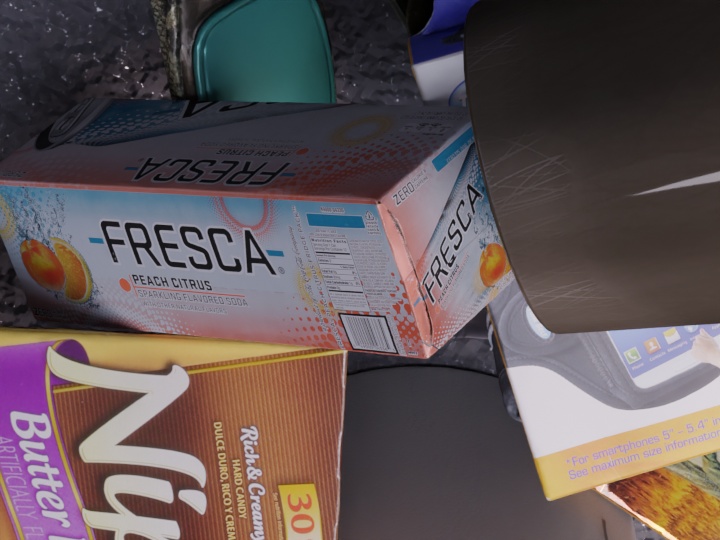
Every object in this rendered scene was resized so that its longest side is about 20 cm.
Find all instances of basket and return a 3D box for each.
[{"bbox_3d":[0.143,-0.058,0.924,0.199,0.136,0.181,-13,93,15],"label":"basket"}]

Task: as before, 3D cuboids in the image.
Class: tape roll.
[{"bbox_3d":[0.025,0.161,1.216,0.201,0.139,0.204,-1,122,-1],"label":"tape roll"}]

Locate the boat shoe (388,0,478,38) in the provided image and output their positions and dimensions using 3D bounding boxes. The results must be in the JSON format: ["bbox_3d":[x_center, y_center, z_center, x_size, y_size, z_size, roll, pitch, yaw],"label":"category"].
[{"bbox_3d":[0.033,-0.109,1.063,0.201,0.072,0.061,31,89,-38],"label":"boat shoe"}]

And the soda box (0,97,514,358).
[{"bbox_3d":[-0.040,-0.019,1.031,0.199,0.068,0.064,5,123,40],"label":"soda box"}]

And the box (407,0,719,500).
[{"bbox_3d":[0.094,-0.026,1.033,0.118,0.042,0.201,-17,113,5],"label":"box"}]

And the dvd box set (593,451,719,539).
[{"bbox_3d":[0.199,0.074,1.207,0.200,0.029,0.147,35,95,-21],"label":"dvd box set"}]

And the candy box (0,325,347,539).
[{"bbox_3d":[-0.108,0.079,1.065,0.199,0.056,0.118,2,90,-14],"label":"candy box"}]

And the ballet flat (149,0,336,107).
[{"bbox_3d":[-0.056,-0.114,1.082,0.068,0.075,0.201,-27,125,-20],"label":"ballet flat"}]

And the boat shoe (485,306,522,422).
[{"bbox_3d":[0.149,0.034,1.115,0.199,0.068,0.072,2,143,-11],"label":"boat shoe"}]

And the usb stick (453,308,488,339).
[{"bbox_3d":[0.000,0.000,1.178,0.199,0.033,0.056,4,129,-5],"label":"usb stick"}]
